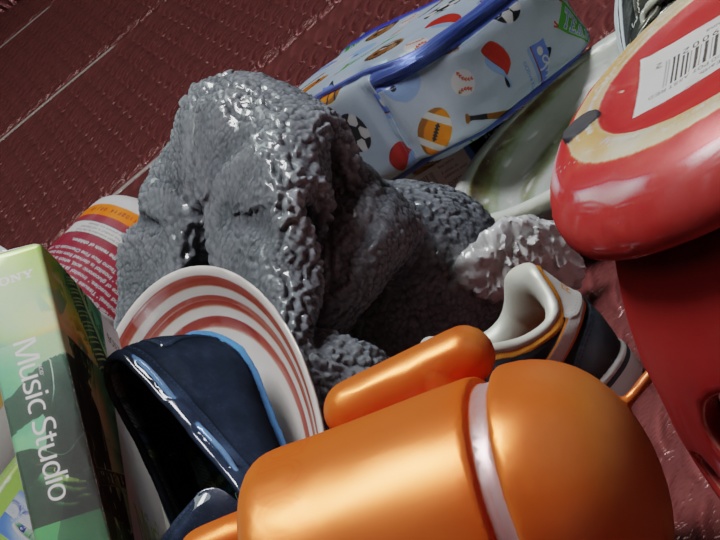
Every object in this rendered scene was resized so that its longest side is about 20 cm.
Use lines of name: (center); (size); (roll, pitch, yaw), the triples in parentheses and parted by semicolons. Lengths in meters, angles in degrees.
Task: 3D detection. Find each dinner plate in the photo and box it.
dinner plate: (-0.067, 0.099, 1.236); (0.024, 0.202, 0.200); (1, -14, -39)

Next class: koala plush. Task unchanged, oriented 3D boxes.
koala plush: (0.000, 0.000, 1.338); (0.199, 0.185, 0.177); (4, -6, -37)

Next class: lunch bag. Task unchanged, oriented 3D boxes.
lunch bag: (0.029, -0.107, 1.566); (0.160, 0.076, 0.199); (-42, 14, -36)

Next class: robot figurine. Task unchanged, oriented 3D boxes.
robot figurine: (0.033, 0.106, 1.031); (0.199, 0.117, 0.144); (-22, 21, 15)

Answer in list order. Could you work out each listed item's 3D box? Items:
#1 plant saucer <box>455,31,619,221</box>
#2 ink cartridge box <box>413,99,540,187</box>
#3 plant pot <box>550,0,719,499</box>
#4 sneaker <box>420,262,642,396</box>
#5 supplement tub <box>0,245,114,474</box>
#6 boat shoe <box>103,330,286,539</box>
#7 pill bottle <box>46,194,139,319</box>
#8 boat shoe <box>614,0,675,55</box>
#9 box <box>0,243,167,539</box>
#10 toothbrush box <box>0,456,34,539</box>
plant saucer: (0.139, -0.073, 1.447); (0.200, 0.050, 0.200); (-36, 16, 12)
ink cartridge box: (0.062, -0.081, 1.640); (0.099, 0.039, 0.200); (-34, 11, 5)
plant pot: (0.176, -0.013, 0.938); (0.200, 0.183, 0.201); (-36, 17, 13)
sneaker: (0.033, 0.082, 1.201); (0.200, 0.080, 0.078); (-47, 17, -20)
supplement tub: (-0.218, 0.096, 1.543); (0.201, 0.144, 0.145); (-57, 17, -4)
boat shoe: (-0.059, 0.116, 1.151); (0.084, 0.068, 0.201); (-59, 46, 32)
pill bottle: (-0.188, 0.054, 1.736); (0.200, 0.113, 0.113); (-47, 17, -30)
boat shoe: (0.164, -0.104, 1.311); (0.072, 0.071, 0.201); (-15, 45, 4)
box: (-0.112, 0.103, 1.174); (0.036, 0.201, 0.144); (-18, -18, 3)
toothbrush box: (-0.176, 0.170, 1.356); (0.146, 0.086, 0.200); (-50, 7, 38)
